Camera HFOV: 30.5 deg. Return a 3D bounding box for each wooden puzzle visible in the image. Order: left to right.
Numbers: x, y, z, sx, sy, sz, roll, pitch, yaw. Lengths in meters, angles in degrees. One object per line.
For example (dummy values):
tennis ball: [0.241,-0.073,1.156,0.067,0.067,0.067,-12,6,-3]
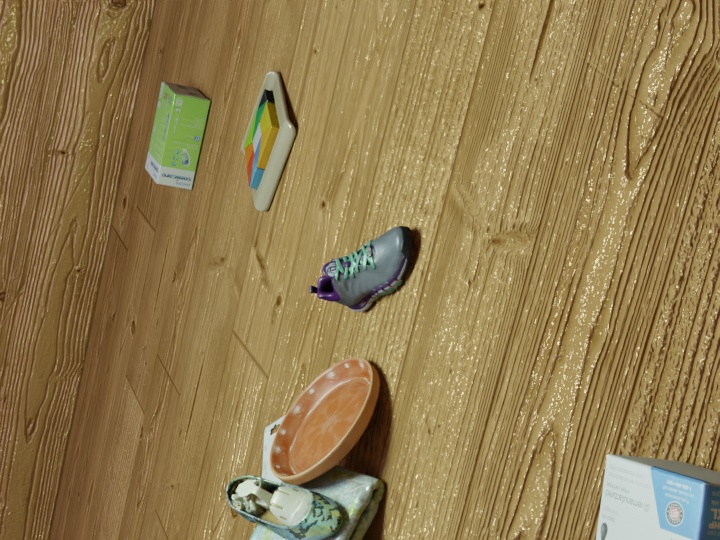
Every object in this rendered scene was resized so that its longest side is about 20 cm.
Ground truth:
wooden puzzle: [-0.173,-0.235,2.369,0.201,0.037,0.186,-110,36,-50]

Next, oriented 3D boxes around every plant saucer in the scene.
plant saucer: [-0.046,0.209,1.807,0.200,0.032,0.201,-39,24,21]

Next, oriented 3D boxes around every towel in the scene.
towel: [-0.068,0.353,1.763,0.170,0.048,0.201,9,64,49]

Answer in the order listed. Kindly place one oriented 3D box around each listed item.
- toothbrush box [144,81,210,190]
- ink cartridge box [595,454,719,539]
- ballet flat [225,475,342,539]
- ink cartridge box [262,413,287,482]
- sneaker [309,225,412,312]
toothbrush box: [-0.402,-0.296,2.880,0.146,0.085,0.203,-139,61,-64]
ink cartridge box: [0.258,0.264,1.081,0.145,0.083,0.203,-175,93,-67]
ballet flat: [-0.110,0.312,1.747,0.198,0.074,0.075,0,81,46]
ink cartridge box: [-0.111,0.328,1.998,0.109,0.050,0.203,143,133,-60]
sneaker: [0.000,0.000,1.797,0.200,0.086,0.075,130,142,-52]
